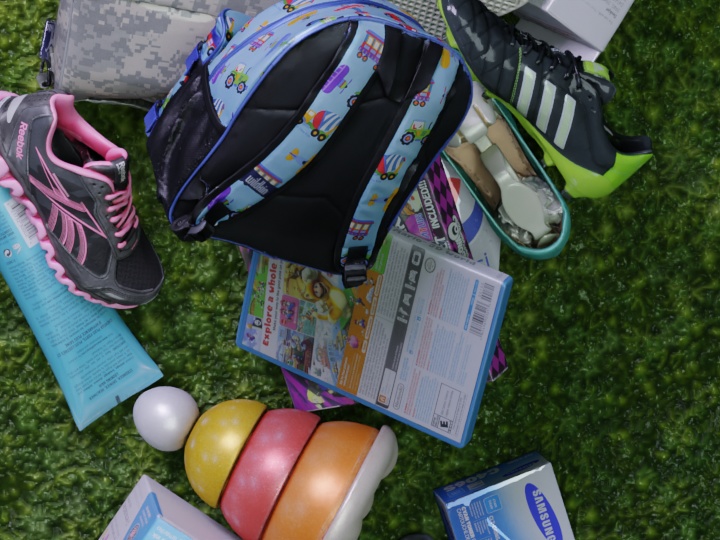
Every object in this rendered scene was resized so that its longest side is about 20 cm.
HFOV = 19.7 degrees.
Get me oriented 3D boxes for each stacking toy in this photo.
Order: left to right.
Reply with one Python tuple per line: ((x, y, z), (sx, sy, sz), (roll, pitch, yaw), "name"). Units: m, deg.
((-0.083, 0.144, 1.583), (0.199, 0.146, 0.147), (29, 93, 2), "stacking toy")

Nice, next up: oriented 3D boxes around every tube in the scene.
((-0.229, 0.018, 1.562), (0.077, 0.050, 0.201), (-32, 107, -11), "tube")

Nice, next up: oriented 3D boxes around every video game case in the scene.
((0.000, 0.000, 1.557), (0.180, 0.036, 0.202), (-10, 104, 31), "video game case")
((0.007, 0.031, 1.533), (0.199, 0.018, 0.144), (23, 120, 18), "video game case")

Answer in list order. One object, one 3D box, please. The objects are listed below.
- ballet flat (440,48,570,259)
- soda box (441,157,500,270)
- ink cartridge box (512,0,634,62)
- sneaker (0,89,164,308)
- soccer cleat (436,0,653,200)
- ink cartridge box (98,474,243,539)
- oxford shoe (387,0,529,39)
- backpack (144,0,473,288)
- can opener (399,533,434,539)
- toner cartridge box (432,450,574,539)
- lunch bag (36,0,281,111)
((0.094, -0.091, 1.523), (0.067, 0.070, 0.201), (-38, 102, -2), "ballet flat")
((0.073, -0.049, 1.598), (0.063, 0.068, 0.202), (2, 99, -11), "soda box")
((0.160, -0.241, 1.552), (0.066, 0.116, 0.201), (31, 92, -35), "ink cartridge box")
((-0.196, -0.053, 1.512), (0.095, 0.079, 0.200), (-14, 126, 35), "sneaker")
((0.134, -0.138, 1.495), (0.081, 0.068, 0.200), (-34, 114, 23), "soccer cleat")
((-0.166, 0.283, 1.573), (0.125, 0.129, 0.201), (35, 91, -14), "ink cartridge box")
((0.049, -0.210, 1.537), (0.199, 0.058, 0.075), (-13, 134, 33), "oxford shoe")
((-0.031, -0.110, 1.404), (0.181, 0.135, 0.200), (15, 125, -34), "backpack")
((0.045, 0.313, 1.658), (0.066, 0.053, 0.202), (-3, 99, -10), "can opener")
((0.134, 0.257, 1.672), (0.094, 0.043, 0.202), (-20, 102, -8), "toner cartridge box")
((-0.126, -0.189, 1.501), (0.198, 0.140, 0.169), (9, 111, -10), "lunch bag")
